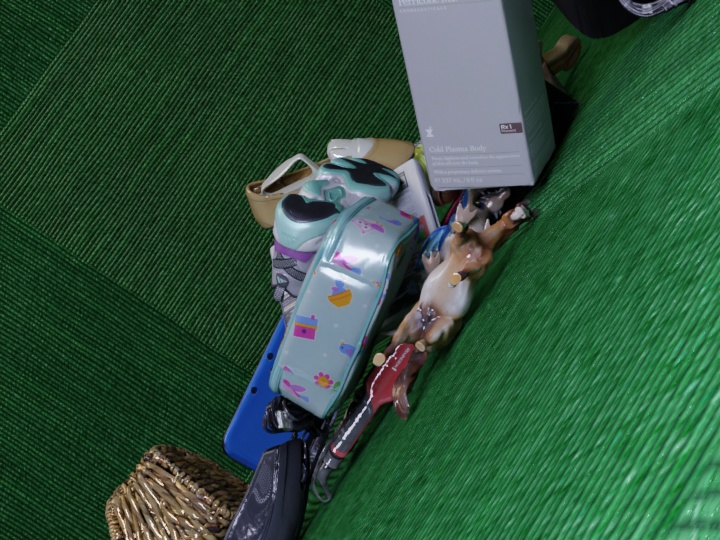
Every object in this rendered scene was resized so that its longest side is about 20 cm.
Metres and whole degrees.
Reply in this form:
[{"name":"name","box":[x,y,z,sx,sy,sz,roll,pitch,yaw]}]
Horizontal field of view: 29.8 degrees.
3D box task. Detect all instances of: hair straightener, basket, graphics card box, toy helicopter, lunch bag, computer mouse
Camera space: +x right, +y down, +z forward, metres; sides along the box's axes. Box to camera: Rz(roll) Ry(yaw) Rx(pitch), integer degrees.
[{"name":"hair straightener","box":[0.010,0.136,1.325,0.200,0.041,0.077,-61,2,-6]},{"name":"basket","box":[-0.188,0.277,1.403,0.149,0.143,0.200,-56,-23,-1]},{"name":"graphics card box","box":[0.148,-0.097,1.436,0.126,0.051,0.200,-56,2,-37]},{"name":"toy helicopter","box":[0.223,-0.242,1.732,0.200,0.079,0.132,-36,-41,-38]},{"name":"lunch bag","box":[-0.014,0.034,1.281,0.160,0.077,0.200,-51,-16,-70]},{"name":"computer mouse","box":[-0.078,0.221,1.317,0.200,0.053,0.138,-68,-20,-1]}]

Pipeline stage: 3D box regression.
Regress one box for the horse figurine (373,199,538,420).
[{"name":"horse figurine","box":[0.071,0.025,1.140,0.200,0.050,0.133,-62,-13,14]}]

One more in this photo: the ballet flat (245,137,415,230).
[{"name":"ballet flat","box":[-0.038,-0.108,1.490,0.200,0.063,0.069,-26,28,14]}]

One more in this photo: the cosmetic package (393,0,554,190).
[{"name":"cosmetic package","box":[0.106,-0.182,1.236,0.090,0.107,0.200,-56,-43,-49]}]

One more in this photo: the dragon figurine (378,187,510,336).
[{"name":"dragon figurine","box":[0.089,-0.013,1.308,0.200,0.059,0.099,-61,0,-1]}]

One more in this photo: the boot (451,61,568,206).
[{"name":"boot","box":[0.177,-0.163,1.641,0.200,0.064,0.186,-59,12,12]}]

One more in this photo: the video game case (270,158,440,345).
[{"name":"video game case","box":[0.000,0.000,1.426,0.200,0.023,0.182,-31,49,20]}]

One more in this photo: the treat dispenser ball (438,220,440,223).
[{"name":"treat dispenser ball","box":[0.001,-0.018,1.588,0.201,0.201,0.201,-56,1,2]}]

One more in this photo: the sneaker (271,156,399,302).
[{"name":"sneaker","box":[-0.035,-0.030,1.388,0.200,0.078,0.140,-32,-37,-51]}]

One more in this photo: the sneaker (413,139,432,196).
[{"name":"sneaker","box":[0.080,-0.127,1.554,0.076,0.075,0.200,-50,1,22]}]

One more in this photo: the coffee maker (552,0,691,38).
[{"name":"coffee maker","box":[0.213,-0.278,1.186,0.135,0.192,0.200,-14,-10,13]}]

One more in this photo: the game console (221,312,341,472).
[{"name":"game console","box":[-0.086,0.164,1.671,0.200,0.118,0.171,-64,2,-15]}]

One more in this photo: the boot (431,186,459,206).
[{"name":"boot","box":[0.111,-0.132,1.396,0.200,0.075,0.074,96,176,-56]}]
